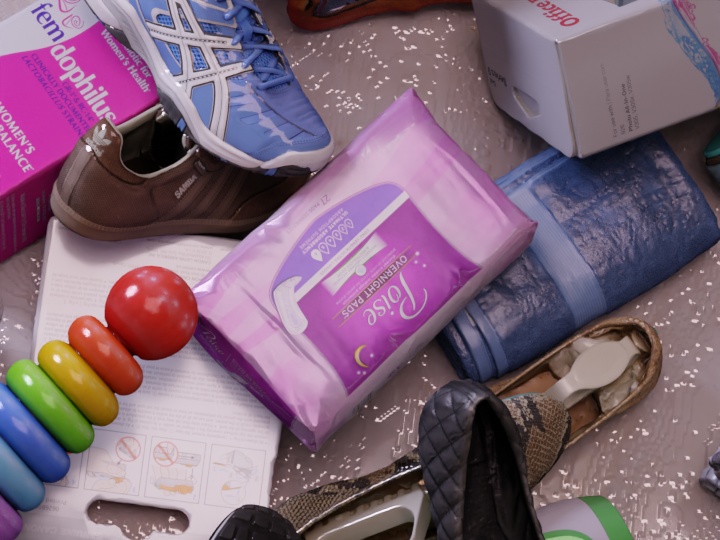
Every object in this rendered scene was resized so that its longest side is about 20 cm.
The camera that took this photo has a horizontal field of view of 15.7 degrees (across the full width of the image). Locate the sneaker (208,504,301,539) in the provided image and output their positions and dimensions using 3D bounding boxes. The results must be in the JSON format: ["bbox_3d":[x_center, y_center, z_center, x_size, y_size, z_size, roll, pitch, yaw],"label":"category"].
[{"bbox_3d":[-0.094,0.232,1.497,0.075,0.087,0.201,24,69,-27],"label":"sneaker"}]

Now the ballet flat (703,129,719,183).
[{"bbox_3d":[0.298,-0.119,1.706,0.074,0.074,0.200,37,71,9],"label":"ballet flat"}]

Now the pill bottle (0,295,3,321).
[{"bbox_3d":[-0.303,0.076,1.530,0.112,0.112,0.201,27,68,5],"label":"pill bottle"}]

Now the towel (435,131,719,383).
[{"bbox_3d":[0.124,-0.017,1.647,0.199,0.049,0.112,-30,75,-17],"label":"towel"}]

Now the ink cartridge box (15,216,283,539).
[{"bbox_3d":[-0.124,0.076,1.595,0.161,0.050,0.201,8,81,-4],"label":"ink cartridge box"}]

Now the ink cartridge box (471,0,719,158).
[{"bbox_3d":[0.189,-0.156,1.652,0.199,0.145,0.088,-22,114,-12],"label":"ink cartridge box"}]

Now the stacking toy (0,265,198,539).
[{"bbox_3d":[-0.173,0.075,1.488,0.200,0.085,0.085,-42,77,-8],"label":"stacking toy"}]

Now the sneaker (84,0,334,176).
[{"bbox_3d":[-0.087,-0.137,1.540,0.200,0.077,0.076,46,41,9],"label":"sneaker"}]

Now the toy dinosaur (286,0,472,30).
[{"bbox_3d":[0.047,-0.196,1.695,0.181,0.105,0.200,-43,88,-1],"label":"toy dinosaur"}]

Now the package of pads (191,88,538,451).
[{"bbox_3d":[0.000,0.000,1.561,0.200,0.076,0.121,-43,86,-15],"label":"package of pads"}]

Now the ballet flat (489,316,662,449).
[{"bbox_3d":[0.105,0.087,1.593,0.200,0.065,0.071,-38,78,-18],"label":"ballet flat"}]

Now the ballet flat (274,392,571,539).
[{"bbox_3d":[0.036,0.140,1.529,0.199,0.075,0.068,-24,115,9],"label":"ballet flat"}]

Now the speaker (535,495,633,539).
[{"bbox_3d":[0.065,0.202,1.532,0.199,0.089,0.089,-20,71,-14],"label":"speaker"}]

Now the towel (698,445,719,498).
[{"bbox_3d":[0.333,0.126,1.592,0.200,0.086,0.166,39,70,10],"label":"towel"}]

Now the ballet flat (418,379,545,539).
[{"bbox_3d":[0.078,0.159,1.464,0.066,0.057,0.201,-20,95,-15],"label":"ballet flat"}]

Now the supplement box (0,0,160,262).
[{"bbox_3d":[-0.188,-0.101,1.620,0.199,0.103,0.101,-33,74,-19],"label":"supplement box"}]

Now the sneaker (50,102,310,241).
[{"bbox_3d":[-0.095,-0.068,1.587,0.199,0.076,0.070,-17,56,-45],"label":"sneaker"}]
